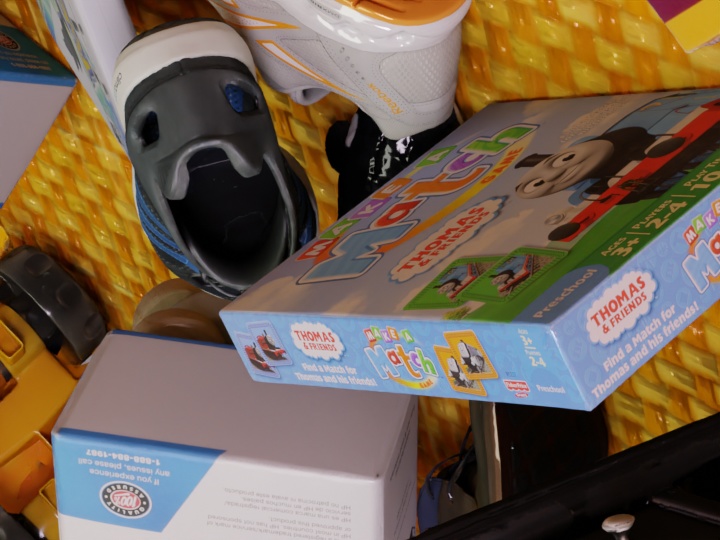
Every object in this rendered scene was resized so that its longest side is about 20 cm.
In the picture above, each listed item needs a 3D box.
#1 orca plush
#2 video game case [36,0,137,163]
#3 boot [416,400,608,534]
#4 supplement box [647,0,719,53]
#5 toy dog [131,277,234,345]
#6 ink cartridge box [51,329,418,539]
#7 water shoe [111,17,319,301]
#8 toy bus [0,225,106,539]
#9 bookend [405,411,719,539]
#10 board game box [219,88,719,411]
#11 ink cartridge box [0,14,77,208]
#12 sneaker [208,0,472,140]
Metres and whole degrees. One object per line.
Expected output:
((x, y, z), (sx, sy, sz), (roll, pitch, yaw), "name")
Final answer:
((0.000, 0.000, 1.135), (0.105, 0.071, 0.200), (46, 152, 10), "orca plush")
((-0.137, -0.154, 1.137), (0.182, 0.022, 0.201), (53, 166, 58), "video game case")
((0.054, 0.093, 1.163), (0.097, 0.075, 0.201), (24, 144, 37), "boot")
((0.087, -0.179, 0.747), (0.200, 0.110, 0.086), (53, 152, -4), "supplement box")
((-0.035, 0.078, 1.266), (0.200, 0.096, 0.132), (61, -174, -36), "toy dog")
((-0.052, 0.137, 1.193), (0.144, 0.084, 0.201), (8, 125, 11), "ink cartridge box")
((-0.056, -0.019, 1.069), (0.200, 0.071, 0.079), (67, -173, -61), "water shoe")
((-0.180, 0.098, 1.480), (0.200, 0.136, 0.192), (44, 165, 8), "toy bus")
((0.145, 0.117, 0.878), (0.199, 0.199, 0.093), (13, 118, 61), "bookend")
((0.061, -0.011, 0.943), (0.200, 0.151, 0.037), (-1, 123, 56), "board game box")
((-0.258, -0.119, 1.292), (0.200, 0.146, 0.086), (38, 107, 22), "ink cartridge box")
((-0.041, -0.113, 1.055), (0.200, 0.076, 0.092), (35, 146, 31), "sneaker")
